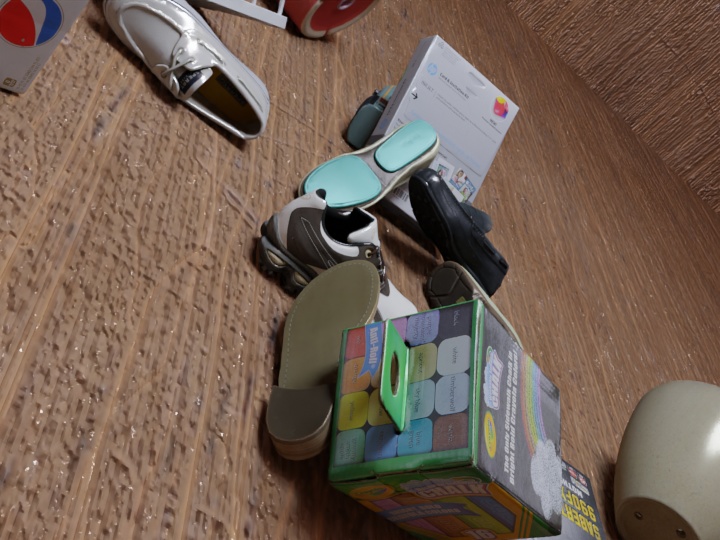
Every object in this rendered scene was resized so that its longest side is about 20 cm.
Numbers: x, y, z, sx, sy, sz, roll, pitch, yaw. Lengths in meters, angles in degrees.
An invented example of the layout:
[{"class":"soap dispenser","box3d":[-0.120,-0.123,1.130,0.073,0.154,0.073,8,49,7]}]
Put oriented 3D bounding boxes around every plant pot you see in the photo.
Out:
[{"class":"plant pot","box3d":[-0.061,-0.440,1.284,0.180,0.199,0.199,61,27,8]}]

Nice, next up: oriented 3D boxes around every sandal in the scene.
[{"class":"sandal","box3d":[-0.026,0.084,0.761,0.214,0.076,0.071,-72,155,-50]}]

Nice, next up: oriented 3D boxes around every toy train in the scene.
[{"class":"toy train","box3d":[0.050,-0.190,1.228,0.113,0.086,0.201,35,27,-4]}]

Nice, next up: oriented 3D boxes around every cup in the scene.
[{"class":"cup","box3d":[0.357,0.245,1.015,0.142,0.200,0.201,-34,82,-37]}]

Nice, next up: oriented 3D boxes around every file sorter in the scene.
[{"class":"file sorter","box3d":[-0.174,-0.350,0.972,0.137,0.127,0.198,22,11,31]}]

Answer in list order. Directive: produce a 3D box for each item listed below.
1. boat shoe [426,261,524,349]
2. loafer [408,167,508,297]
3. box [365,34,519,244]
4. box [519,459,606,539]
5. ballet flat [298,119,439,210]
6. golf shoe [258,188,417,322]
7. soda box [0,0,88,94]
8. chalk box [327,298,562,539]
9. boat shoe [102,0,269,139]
[{"class":"boat shoe","box3d":[0.143,0.078,1.018,0.076,0.071,0.203,35,26,-49]},{"class":"loafer","box3d":[0.117,-0.049,1.075,0.068,0.070,0.202,33,-18,50]},{"class":"box","box3d":[0.093,-0.156,1.130,0.155,0.203,0.041,32,-10,-28]},{"class":"box","box3d":[0.150,0.220,0.848,0.199,0.048,0.160,36,28,-24]},{"class":"ballet flat","box3d":[0.009,-0.102,1.027,0.198,0.070,0.070,-29,74,-29]},{"class":"golf shoe","box3d":[0.000,0.000,0.864,0.198,0.094,0.079,33,28,-33]},{"class":"soda box","box3d":[-0.235,-0.229,0.680,0.067,0.200,0.064,11,41,-51]},{"class":"chalk box","box3d":[0.056,0.111,0.685,0.200,0.122,0.127,43,44,-42]},{"class":"boat shoe","box3d":[-0.167,-0.200,0.907,0.199,0.070,0.070,41,22,-31]}]
